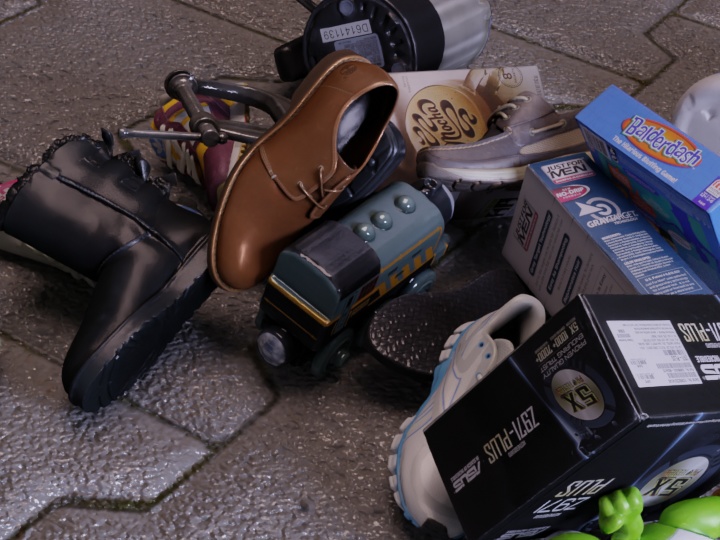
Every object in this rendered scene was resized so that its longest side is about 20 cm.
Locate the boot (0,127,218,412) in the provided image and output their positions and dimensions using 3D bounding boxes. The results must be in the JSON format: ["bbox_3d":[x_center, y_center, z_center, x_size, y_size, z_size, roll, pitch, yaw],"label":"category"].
[{"bbox_3d":[-0.201,-0.007,1.154,0.162,0.073,0.198,33,57,11],"label":"boot"}]

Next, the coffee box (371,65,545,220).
[{"bbox_3d":[0.061,-0.106,1.341,0.199,0.080,0.113,-6,71,-18],"label":"coffee box"}]

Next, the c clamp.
[{"bbox_3d":[-0.115,-0.133,1.287,0.170,0.027,0.200,8,18,-12],"label":"c clamp"}]

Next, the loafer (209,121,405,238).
[{"bbox_3d":[-0.038,-0.065,1.237,0.070,0.200,0.068,-15,77,-54],"label":"loafer"}]

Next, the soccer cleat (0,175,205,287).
[{"bbox_3d":[-0.219,-0.025,1.234,0.199,0.070,0.087,4,45,1],"label":"soccer cleat"}]

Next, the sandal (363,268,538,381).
[{"bbox_3d":[0.071,0.049,1.199,0.200,0.045,0.075,-18,65,-51],"label":"sandal"}]

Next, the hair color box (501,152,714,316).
[{"bbox_3d":[0.193,0.010,1.198,0.060,0.100,0.200,-14,49,-27],"label":"hair color box"}]

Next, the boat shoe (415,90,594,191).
[{"bbox_3d":[0.131,-0.106,1.274,0.199,0.074,0.074,-7,-1,-28],"label":"boat shoe"}]

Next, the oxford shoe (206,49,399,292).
[{"bbox_3d":[-0.042,-0.067,1.128,0.071,0.200,0.071,31,2,-40],"label":"oxford shoe"}]

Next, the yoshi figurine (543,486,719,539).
[{"bbox_3d":[0.176,0.188,0.963,0.199,0.112,0.113,-8,44,-15],"label":"yoshi figurine"}]

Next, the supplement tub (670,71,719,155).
[{"bbox_3d":[0.393,-0.141,1.442,0.200,0.132,0.132,-25,45,-35],"label":"supplement tub"}]

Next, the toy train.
[{"bbox_3d":[0.000,0.000,1.183,0.085,0.114,0.200,40,45,17],"label":"toy train"}]

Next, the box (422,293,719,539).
[{"bbox_3d":[0.170,0.092,0.986,0.200,0.164,0.086,1,56,-41],"label":"box"}]

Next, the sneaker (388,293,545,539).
[{"bbox_3d":[0.080,0.091,1.070,0.075,0.087,0.200,29,49,-9],"label":"sneaker"}]

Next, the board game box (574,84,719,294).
[{"bbox_3d":[0.256,-0.038,1.222,0.045,0.200,0.152,-41,49,-7],"label":"board game box"}]

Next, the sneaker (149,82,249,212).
[{"bbox_3d":[-0.141,-0.102,1.362,0.090,0.075,0.200,-3,28,-2],"label":"sneaker"}]

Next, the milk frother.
[{"bbox_3d":[0.011,-0.271,1.490,0.180,0.201,0.188,11,23,23],"label":"milk frother"}]
